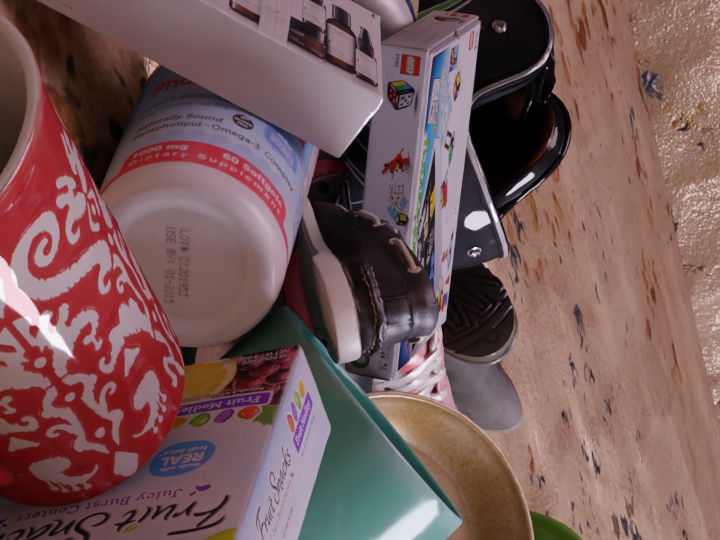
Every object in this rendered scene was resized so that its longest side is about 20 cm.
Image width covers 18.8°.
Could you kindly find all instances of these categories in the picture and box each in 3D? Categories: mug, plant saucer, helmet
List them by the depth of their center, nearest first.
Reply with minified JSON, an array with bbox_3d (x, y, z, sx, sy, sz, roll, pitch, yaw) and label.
[{"bbox_3d":[-0.170,0.016,0.877,0.133,0.177,0.200,45,-10,35],"label":"mug"},{"bbox_3d":[-0.041,0.107,1.181,0.152,0.114,0.185,49,0,-31],"label":"mug"},{"bbox_3d":[0.010,0.173,1.290,0.035,0.199,0.202,-8,-85,64],"label":"plant saucer"},{"bbox_3d":[0.045,-0.100,1.497,0.191,0.199,0.200,-51,143,-15],"label":"helmet"}]

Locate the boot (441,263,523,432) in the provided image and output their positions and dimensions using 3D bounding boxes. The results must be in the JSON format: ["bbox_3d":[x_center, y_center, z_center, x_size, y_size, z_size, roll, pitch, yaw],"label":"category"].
[{"bbox_3d":[0.078,0.064,1.619,0.182,0.072,0.201,45,-15,44],"label":"boot"}]

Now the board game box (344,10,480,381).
[{"bbox_3d":[0.033,-0.048,1.314,0.126,0.034,0.202,-41,139,-68],"label":"board game box"}]

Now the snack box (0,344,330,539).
[{"bbox_3d":[-0.100,0.114,0.947,0.200,0.141,0.053,-72,146,-59],"label":"snack box"}]

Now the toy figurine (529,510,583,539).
[{"bbox_3d":[0.082,0.244,1.406,0.200,0.151,0.184,40,12,26],"label":"toy figurine"}]

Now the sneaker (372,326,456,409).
[{"bbox_3d":[0.029,0.087,1.472,0.105,0.075,0.202,-175,-115,-83],"label":"sneaker"}]

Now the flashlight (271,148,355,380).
[{"bbox_3d":[-0.033,0.005,1.322,0.068,0.067,0.202,-5,88,-38],"label":"flashlight"}]

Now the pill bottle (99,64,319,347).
[{"bbox_3d":[-0.080,-0.057,1.192,0.201,0.108,0.109,-78,152,-55],"label":"pill bottle"}]

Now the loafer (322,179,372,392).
[{"bbox_3d":[-0.015,0.037,1.383,0.068,0.070,0.202,27,47,-68],"label":"loafer"}]

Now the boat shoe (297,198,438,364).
[{"bbox_3d":[0.000,0.000,1.196,0.200,0.060,0.075,-127,-153,-78],"label":"boat shoe"}]

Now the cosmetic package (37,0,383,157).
[{"bbox_3d":[-0.082,-0.142,1.144,0.199,0.051,0.083,26,33,-21],"label":"cosmetic package"}]

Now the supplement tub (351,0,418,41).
[{"bbox_3d":[-0.032,-0.200,1.390,0.201,0.143,0.145,-86,157,-44],"label":"supplement tub"}]
